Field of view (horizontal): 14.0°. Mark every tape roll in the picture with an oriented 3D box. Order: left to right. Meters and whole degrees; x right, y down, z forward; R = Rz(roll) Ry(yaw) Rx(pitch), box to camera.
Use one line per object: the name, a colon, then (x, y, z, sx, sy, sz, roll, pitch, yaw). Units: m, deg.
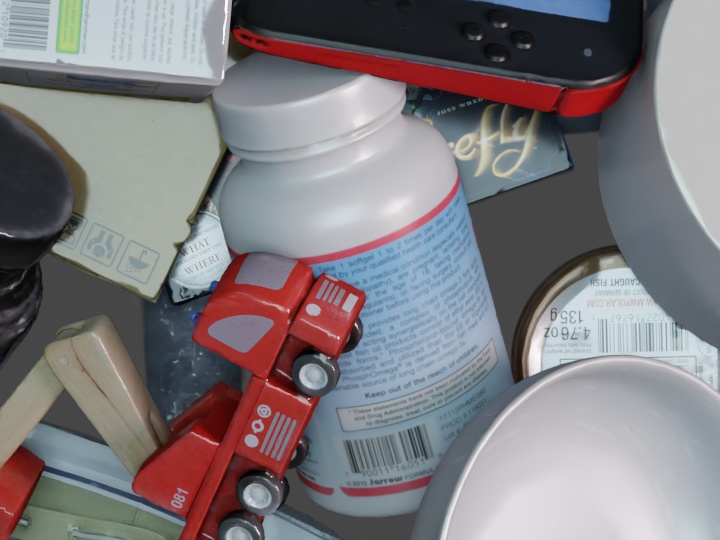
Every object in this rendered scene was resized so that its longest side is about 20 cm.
tape roll: (0.214, -0.062, 1.298, 0.202, 0.139, 0.204, 1, 81, -6)

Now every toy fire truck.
toy fire truck: (-0.094, 0.064, 1.271, 0.141, 0.049, 0.201, 26, 120, 2)

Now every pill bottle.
pill bottle: (-0.210, 0.020, 1.304, 0.112, 0.112, 0.200, 40, 122, 2)
pill bottle: (0.000, 0.000, 1.304, 0.108, 0.109, 0.201, -15, 114, 2)

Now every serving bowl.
serving bowl: (0.096, 0.136, 1.293, 0.199, 0.066, 0.201, -1, 91, -33)

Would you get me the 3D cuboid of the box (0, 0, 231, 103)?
box: (-0.107, -0.132, 1.233, 0.101, 0.200, 0.113, 5, 90, -6)

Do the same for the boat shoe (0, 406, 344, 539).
boat shoe: (-0.105, 0.116, 1.363, 0.199, 0.072, 0.062, 18, 88, 12)

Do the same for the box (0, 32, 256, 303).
box: (-0.148, -0.101, 1.343, 0.199, 0.021, 0.164, 26, 91, -3)

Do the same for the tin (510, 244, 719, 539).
tin: (0.125, 0.088, 1.369, 0.111, 0.042, 0.201, -1, 90, 6)

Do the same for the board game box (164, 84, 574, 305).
board game box: (-0.015, -0.079, 1.376, 0.199, 0.035, 0.136, -19, 89, 2)

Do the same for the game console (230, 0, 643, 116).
game console: (0.038, -0.155, 1.290, 0.176, 0.031, 0.201, 12, 47, -7)
